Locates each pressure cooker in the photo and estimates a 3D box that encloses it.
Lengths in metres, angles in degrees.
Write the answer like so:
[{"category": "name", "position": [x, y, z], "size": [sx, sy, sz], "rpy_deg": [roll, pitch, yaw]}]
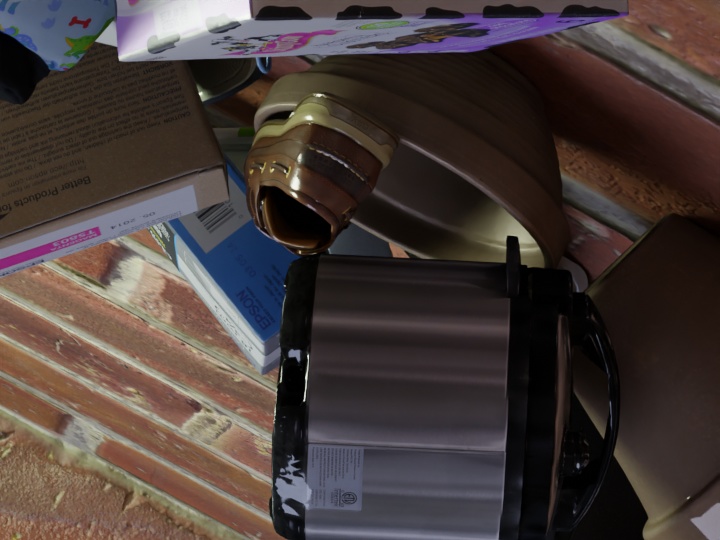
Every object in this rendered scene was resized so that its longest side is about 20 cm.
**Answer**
[{"category": "pressure cooker", "position": [0.050, 0.081, 1.505], "size": [0.200, 0.179, 0.176], "rpy_deg": [2, 158, 2]}]

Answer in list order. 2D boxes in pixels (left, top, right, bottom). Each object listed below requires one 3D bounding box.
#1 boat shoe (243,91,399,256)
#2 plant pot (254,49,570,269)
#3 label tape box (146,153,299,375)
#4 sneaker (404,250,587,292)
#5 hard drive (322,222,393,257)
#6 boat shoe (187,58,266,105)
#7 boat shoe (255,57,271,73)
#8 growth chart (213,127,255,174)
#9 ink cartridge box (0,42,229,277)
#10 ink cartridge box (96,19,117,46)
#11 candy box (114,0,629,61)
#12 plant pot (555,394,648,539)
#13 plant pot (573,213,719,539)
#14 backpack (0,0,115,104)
[{"category": "boat shoe", "position": [-0.036, -0.045, 1.490], "size": [0.072, 0.068, 0.200], "rpy_deg": [30, 165, -6]}, {"category": "plant pot", "position": [0.044, -0.080, 1.541], "size": [0.201, 0.093, 0.201], "rpy_deg": [26, 164, 8]}, {"category": "label tape box", "position": [-0.087, -0.003, 1.796], "size": [0.144, 0.063, 0.200], "rpy_deg": [51, 171, 8]}, {"category": "sneaker", "position": [0.068, -0.015, 1.764], "size": [0.080, 0.076, 0.200], "rpy_deg": [21, 164, 50]}, {"category": "hard drive", "position": [0.000, 0.000, 1.718], "size": [0.042, 0.200, 0.135], "rpy_deg": [-16, 174, -5]}, {"category": "boat shoe", "position": [-0.117, -0.142, 1.712], "size": [0.068, 0.072, 0.200], "rpy_deg": [-7, -179, -38]}, {"category": "boat shoe", "position": [-0.067, -0.163, 1.513], "size": [0.069, 0.084, 0.200], "rpy_deg": [45, 175, -20]}, {"category": "growth chart", "position": [-0.109, -0.074, 1.863], "size": [0.145, 0.018, 0.200], "rpy_deg": [0, 168, -7]}, {"category": "ink cartridge box", "position": [-0.200, -0.094, 1.615], "size": [0.075, 0.200, 0.165], "rpy_deg": [89, 162, -73]}, {"category": "ink cartridge box", "position": [-0.153, -0.196, 1.460], "size": [0.200, 0.116, 0.067], "rpy_deg": [15, 159, 39]}, {"category": "candy box", "position": [0.001, -0.146, 1.253], "size": [0.200, 0.072, 0.168], "rpy_deg": [-4, 180, -26]}, {"category": "plant pot", "position": [0.122, 0.133, 1.861], "size": [0.200, 0.200, 0.177], "rpy_deg": [23, 173, 18]}, {"category": "plant pot", "position": [0.212, 0.062, 1.592], "size": [0.175, 0.200, 0.200], "rpy_deg": [46, 165, 2]}, {"category": "backpack", "position": [-0.165, -0.196, 1.320], "size": [0.154, 0.200, 0.163], "rpy_deg": [24, 173, 39]}]
